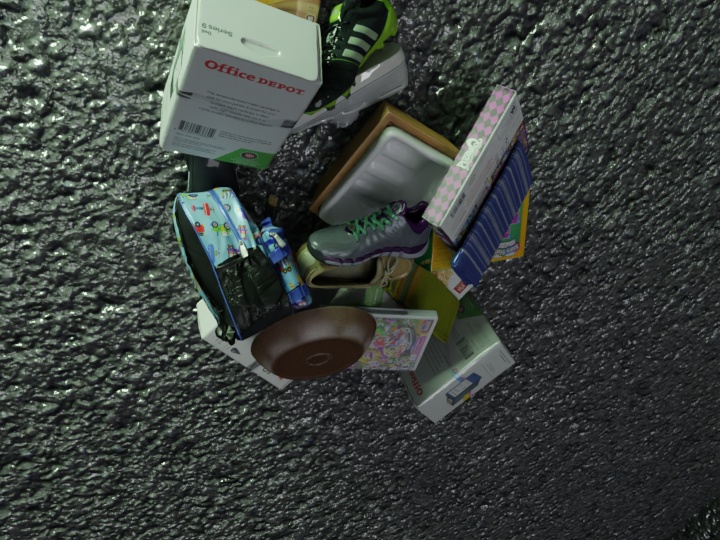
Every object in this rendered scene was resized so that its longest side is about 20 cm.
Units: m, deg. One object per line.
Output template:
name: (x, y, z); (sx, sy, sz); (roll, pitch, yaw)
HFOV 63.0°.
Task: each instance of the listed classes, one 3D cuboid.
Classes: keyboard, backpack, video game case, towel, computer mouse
keyboard: (-0.051, 0.016, 0.908); (0.055, 0.011, 0.203); (16, 116, -37)
backpack: (-0.166, -0.019, 0.784); (0.132, 0.182, 0.205); (-26, 91, -15)
video game case: (0.017, 0.114, 0.966); (0.193, 0.018, 0.146); (4, 135, -14)
towel: (0.112, 0.042, 1.010); (0.199, 0.018, 0.088); (42, 66, -39)
computer mouse: (-0.181, -0.109, 0.841); (0.136, 0.047, 0.205); (-2, 126, -19)
video game case: (0.172, -0.129, 0.841); (0.204, 0.035, 0.181); (-60, 154, 0)
towel: (0.200, -0.077, 0.892); (0.204, 0.023, 0.144); (-61, 154, -1)

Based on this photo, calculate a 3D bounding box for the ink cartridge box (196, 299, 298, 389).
ink cartridge box: (-0.151, 0.089, 0.978); (0.145, 0.086, 0.200); (-39, 132, 10)

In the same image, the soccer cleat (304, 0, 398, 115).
soccer cleat: (-0.023, -0.276, 0.726); (0.202, 0.066, 0.082); (-56, 129, -24)

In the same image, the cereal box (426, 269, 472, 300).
cereal box: (0.111, 0.006, 1.049); (0.144, 0.040, 0.198); (-45, 128, 13)

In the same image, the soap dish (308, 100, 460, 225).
soap dish: (0.037, -0.137, 0.858); (0.154, 0.083, 0.200); (20, 133, -31)

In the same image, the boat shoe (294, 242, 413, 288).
boat shoe: (0.000, -0.002, 0.870); (0.195, 0.064, 0.075); (4, 124, -31)

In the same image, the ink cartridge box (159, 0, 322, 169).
ink cartridge box: (-0.145, -0.214, 0.689); (0.142, 0.087, 0.199); (8, 157, -27)

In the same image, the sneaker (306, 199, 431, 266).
sneaker: (0.018, -0.064, 0.821); (0.194, 0.075, 0.089); (-8, 136, -30)

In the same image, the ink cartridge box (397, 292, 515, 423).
ink cartridge box: (0.171, 0.165, 1.123); (0.198, 0.147, 0.088); (-38, 132, 9)

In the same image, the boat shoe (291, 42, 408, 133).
boat shoe: (-0.022, -0.234, 0.805); (0.197, 0.072, 0.069); (-35, 132, -6)

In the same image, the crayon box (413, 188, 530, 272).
crayon box: (0.185, -0.076, 0.971); (0.194, 0.058, 0.123); (-9, 110, -25)

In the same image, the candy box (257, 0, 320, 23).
candy box: (-0.101, -0.349, 0.687); (0.112, 0.056, 0.205); (2, 125, -21)

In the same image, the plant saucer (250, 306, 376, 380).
plant saucer: (-0.066, 0.119, 0.881); (0.193, 0.038, 0.203); (-11, 149, -7)

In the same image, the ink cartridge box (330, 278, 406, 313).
ink cartridge box: (0.031, 0.080, 1.022); (0.115, 0.069, 0.199); (-12, 142, 39)
